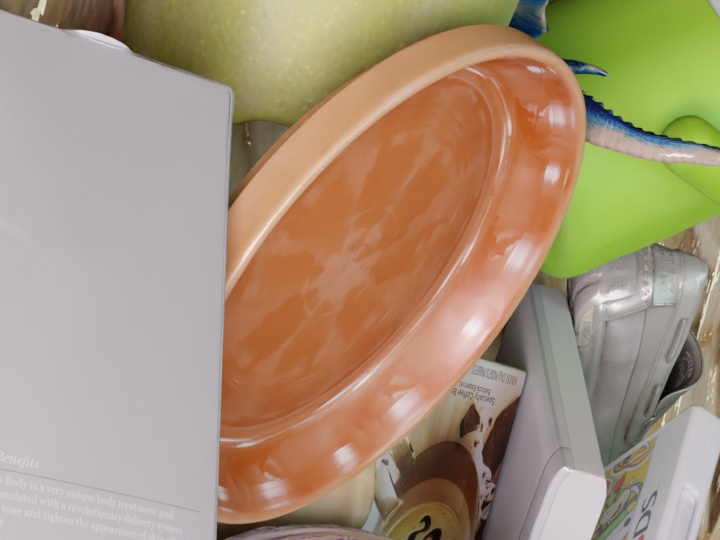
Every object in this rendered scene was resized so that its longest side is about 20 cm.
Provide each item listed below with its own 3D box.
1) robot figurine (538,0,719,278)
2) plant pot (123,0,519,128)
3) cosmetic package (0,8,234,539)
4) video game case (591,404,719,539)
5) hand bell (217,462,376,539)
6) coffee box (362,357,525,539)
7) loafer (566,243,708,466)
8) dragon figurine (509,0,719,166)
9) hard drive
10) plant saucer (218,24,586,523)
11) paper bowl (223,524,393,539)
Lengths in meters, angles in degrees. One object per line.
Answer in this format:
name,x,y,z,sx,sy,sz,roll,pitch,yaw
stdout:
robot figurine,0.121,-0.071,1.111,0.199,0.176,0.116,-23,129,-12
plant pot,-0.002,-0.147,0.883,0.200,0.200,0.185,-14,125,-54
cosmetic package,-0.103,0.032,0.734,0.106,0.090,0.201,19,61,-36
video game case,0.077,0.170,1.104,0.023,0.200,0.182,35,46,-12
hand bell,-0.101,0.091,0.924,0.199,0.104,0.105,-22,121,-38
coffee box,-0.010,0.124,1.062,0.113,0.079,0.201,17,89,-59
loafer,0.135,0.052,1.227,0.200,0.069,0.070,87,3,-60
dragon figurine,0.058,-0.073,0.977,0.059,0.199,0.100,45,50,-41
hard drive,0.070,0.103,1.103,0.200,0.027,0.133,-89,-164,-69
plant saucer,0.000,0.000,0.860,0.200,0.032,0.201,-37,150,-25
paper bowl,-0.027,0.194,0.931,0.200,0.104,0.202,-7,106,-26
